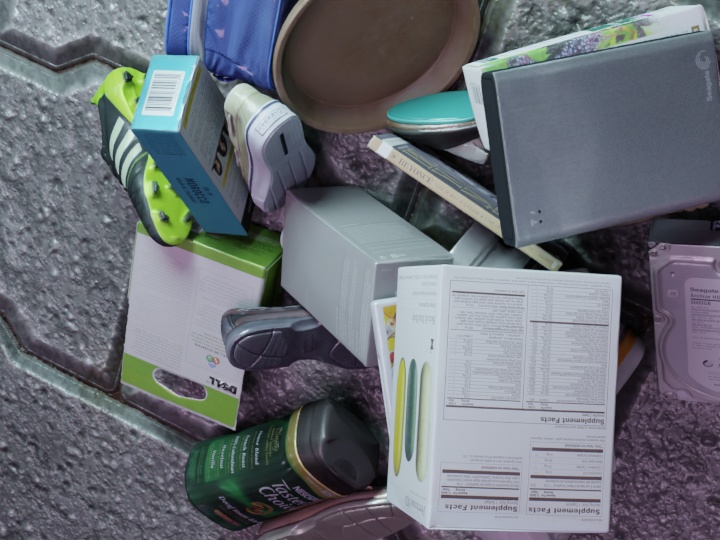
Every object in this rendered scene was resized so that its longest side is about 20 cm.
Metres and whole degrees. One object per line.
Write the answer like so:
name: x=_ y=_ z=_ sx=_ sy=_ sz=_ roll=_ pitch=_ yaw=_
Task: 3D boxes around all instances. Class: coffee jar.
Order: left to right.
coffee jar: x=-0.081 y=0.204 z=1.487 sx=0.199 sy=0.086 sz=0.104 roll=-23 pitch=132 yaw=32

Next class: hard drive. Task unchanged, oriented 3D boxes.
hard drive: x=0.201 y=-0.108 z=1.152 sx=0.198 sy=0.033 sz=0.141 roll=-13 pitch=102 yaw=-17
hard drive: x=0.331 y=0.043 z=1.268 sx=0.139 sy=0.038 sz=0.201 roll=4 pitch=133 yaw=19

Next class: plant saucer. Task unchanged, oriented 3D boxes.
plant saucer: x=0.013 y=-0.207 z=1.283 sx=0.200 sy=0.199 sz=0.030 roll=-50 pitch=45 yaw=28

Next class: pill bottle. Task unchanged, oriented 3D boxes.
pill bottle: x=0.159 y=0.051 z=1.337 sx=0.200 sy=0.116 sz=0.117 roll=40 pitch=118 yaw=5

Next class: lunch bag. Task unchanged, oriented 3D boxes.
lunch bag: x=-0.106 y=-0.267 z=1.312 sx=0.131 sy=0.136 sz=0.201 roll=20 pitch=118 yaw=14

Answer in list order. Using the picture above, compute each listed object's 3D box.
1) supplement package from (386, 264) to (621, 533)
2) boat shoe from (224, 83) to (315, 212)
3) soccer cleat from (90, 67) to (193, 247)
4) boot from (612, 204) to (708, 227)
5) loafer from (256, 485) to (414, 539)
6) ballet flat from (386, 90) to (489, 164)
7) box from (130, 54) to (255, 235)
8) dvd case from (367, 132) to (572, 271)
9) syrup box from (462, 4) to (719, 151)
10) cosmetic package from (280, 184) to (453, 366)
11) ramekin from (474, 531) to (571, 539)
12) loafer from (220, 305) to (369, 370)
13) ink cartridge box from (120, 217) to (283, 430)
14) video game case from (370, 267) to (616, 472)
supplement package: x=0.112 y=0.100 z=1.156 sx=0.149 sy=0.152 sz=0.202 roll=3 pitch=89 yaw=-11
boat shoe: x=-0.087 y=-0.119 z=1.352 sx=0.072 sy=0.200 sz=0.062 roll=-40 pitch=75 yaw=-14
soccer cleat: x=-0.221 y=-0.108 z=1.433 sx=0.081 sy=0.067 sz=0.201 roll=-34 pitch=66 yaw=40
boot: x=0.217 y=-0.075 z=1.228 sx=0.154 sy=0.200 sz=0.073 roll=-11 pitch=79 yaw=23
loafer: x=-0.028 y=0.256 z=1.518 sx=0.199 sy=0.063 sz=0.072 roll=-22 pitch=134 yaw=24
ballet flat: x=0.124 y=-0.136 z=1.304 sx=0.198 sy=0.068 sz=0.069 roll=-12 pitch=119 yaw=17
box: x=-0.150 y=-0.116 z=1.350 sx=0.049 sy=0.083 sz=0.200 roll=4 pitch=155 yaw=17
dvd case: x=0.104 y=-0.066 z=1.297 sx=0.199 sy=0.149 sz=0.016 roll=34 pitch=102 yaw=6
syrup box: x=0.197 y=-0.164 z=1.216 sx=0.198 sy=0.079 sz=0.082 roll=-17 pitch=102 yaw=-4
cosmetic package: x=0.000 y=0.000 z=1.339 sx=0.089 sy=0.200 sz=0.108 roll=-5 pitch=116 yaw=-24
ramekin: x=0.134 y=0.187 z=1.362 sx=0.094 sy=0.202 sz=0.202 roll=-43 pitch=90 yaw=-14
loafer: x=-0.042 y=0.056 z=1.412 sx=0.198 sy=0.063 sz=0.072 roll=-2 pitch=125 yaw=-21
ink cartridge box: x=-0.165 y=0.044 z=1.486 sx=0.147 sy=0.076 sz=0.201 roll=20 pitch=120 yaw=13
video game case: x=0.118 y=0.102 z=1.247 sx=0.198 sy=0.023 sz=0.184 roll=-9 pitch=91 yaw=-10
